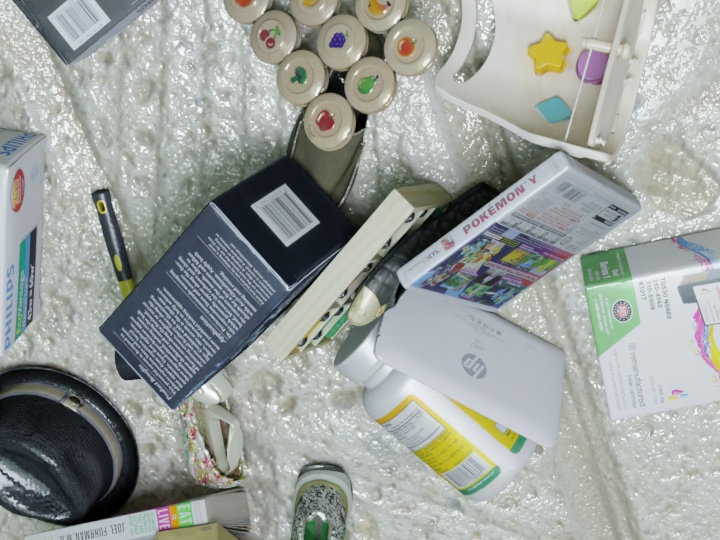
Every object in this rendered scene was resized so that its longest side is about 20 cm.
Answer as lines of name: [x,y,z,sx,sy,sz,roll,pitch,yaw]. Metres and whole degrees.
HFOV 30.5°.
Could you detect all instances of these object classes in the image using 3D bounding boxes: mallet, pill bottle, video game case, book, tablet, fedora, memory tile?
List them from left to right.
fedora: [-0.336,0.204,1.390,0.199,0.092,0.202,2,111,6]
mallet: [-0.227,0.015,1.341,0.065,0.041,0.202,-4,106,9]
book: [-0.230,0.269,1.382,0.198,0.134,0.049,-13,76,12]
memory tile: [-0.030,-0.225,1.188,0.153,0.017,0.201,-39,73,19]
pill bottle: [0.073,0.125,1.305,0.200,0.113,0.113,40,110,-9]
tablet: [0.109,0.080,1.268,0.199,0.131,0.014,28,133,-11]
video game case: [0.149,-0.029,1.204,0.182,0.200,0.023,-37,67,20]

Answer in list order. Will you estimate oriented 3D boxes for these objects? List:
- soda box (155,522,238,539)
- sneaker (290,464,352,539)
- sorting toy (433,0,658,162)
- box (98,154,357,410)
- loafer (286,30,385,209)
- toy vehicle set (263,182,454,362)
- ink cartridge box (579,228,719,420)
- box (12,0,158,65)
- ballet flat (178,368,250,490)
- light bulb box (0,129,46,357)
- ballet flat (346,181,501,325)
soda box: [-0.145,0.321,1.367,0.067,0.065,0.200,-10,153,10]
sneaker: [-0.049,0.311,1.400,0.076,0.089,0.202,2,113,7]
sorting toy: [0.162,-0.200,1.180,0.179,0.107,0.202,14,84,16]
box: [-0.123,0.011,1.235,0.107,0.148,0.200,47,124,1]
loafer: [-0.030,-0.133,1.243,0.075,0.070,0.202,15,111,1]
toy vehicle set: [0.000,0.000,1.260,0.027,0.124,0.200,45,110,11]
ink cartridge box: [0.322,0.047,1.262,0.198,0.084,0.146,-11,109,10]
box: [-0.214,-0.300,1.179,0.199,0.115,0.132,-35,104,18]
ballet flat: [-0.152,0.138,1.353,0.063,0.076,0.202,10,124,35]
light bulb box: [-0.422,-0.039,1.294,0.198,0.125,0.200,9,110,2]
ballet flat: [0.067,-0.011,1.236,0.200,0.067,0.057,-39,78,-18]
